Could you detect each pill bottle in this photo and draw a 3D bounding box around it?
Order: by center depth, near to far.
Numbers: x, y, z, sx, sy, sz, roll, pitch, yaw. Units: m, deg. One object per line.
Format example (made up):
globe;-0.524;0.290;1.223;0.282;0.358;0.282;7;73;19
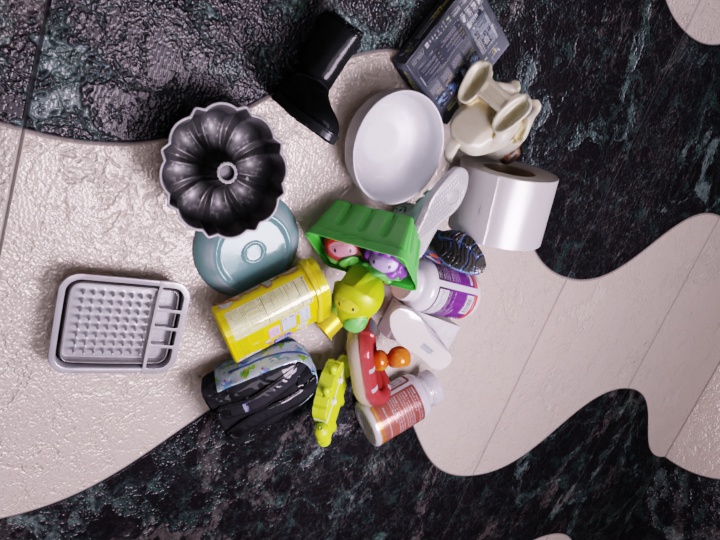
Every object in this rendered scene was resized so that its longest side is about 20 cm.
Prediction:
pill bottle;0.163;0.039;1.175;0.197;0.112;0.114;13;106;-36
pill bottle;0.093;0.316;1.270;0.197;0.112;0.114;-24;124;-20

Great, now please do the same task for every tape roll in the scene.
tape roll;0.289;-0.142;1.108;0.199;0.202;0.142;-6;118;-30

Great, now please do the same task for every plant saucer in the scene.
plant saucer;-0.193;-0.038;0.954;0.197;0.036;0.204;-15;121;-26

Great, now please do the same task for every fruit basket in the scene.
fruit basket;0.000;0.000;0.970;0.215;0.216;0.156;-42;150;-7

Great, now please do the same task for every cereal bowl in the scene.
cereal bowl;0.052;-0.230;0.984;0.197;0.083;0.204;-15;120;-27

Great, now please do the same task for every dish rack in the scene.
dish rack;-0.392;0.084;0.882;0.197;0.043;0.175;7;110;-35

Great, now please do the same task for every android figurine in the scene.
android figurine;-0.060;0.265;1.124;0.202;0.040;0.184;89;16;-54

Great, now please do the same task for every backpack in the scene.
backpack;-0.181;0.216;1.036;0.196;0.155;0.165;-21;123;4

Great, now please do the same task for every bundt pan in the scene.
bundt pan;-0.218;-0.155;0.840;0.198;0.075;0.207;-9;107;-29

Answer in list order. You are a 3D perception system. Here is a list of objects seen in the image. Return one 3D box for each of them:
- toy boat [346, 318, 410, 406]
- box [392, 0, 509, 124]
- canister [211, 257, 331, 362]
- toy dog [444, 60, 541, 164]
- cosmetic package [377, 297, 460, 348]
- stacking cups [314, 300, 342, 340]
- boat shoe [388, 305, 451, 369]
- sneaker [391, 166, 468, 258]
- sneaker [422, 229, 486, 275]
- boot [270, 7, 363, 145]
toy boat;0.043;0.192;1.146;0.128;0.131;0.203;-5;122;6
box;0.170;-0.402;0.994;0.201;0.051;0.157;-52;130;-1
canister;-0.158;0.074;0.978;0.197;0.087;0.149;-27;157;-17
toy dog;0.259;-0.270;1.036;0.196;0.139;0.199;-58;156;16
cosmetic package;0.136;0.132;1.243;0.198;0.050;0.084;22;98;-38
stacking cups;-0.012;0.049;1.106;0.200;0.060;0.061;-46;129;-9
boat shoe;0.126;0.134;1.162;0.199;0.069;0.072;38;104;-27
sneaker;0.118;-0.131;1.049;0.073;0.119;0.202;21;111;-39
sneaker;0.172;-0.044;1.095;0.076;0.199;0.078;-55;144;-5
boot;-0.052;-0.296;0.817;0.073;0.199;0.163;28;104;-42
